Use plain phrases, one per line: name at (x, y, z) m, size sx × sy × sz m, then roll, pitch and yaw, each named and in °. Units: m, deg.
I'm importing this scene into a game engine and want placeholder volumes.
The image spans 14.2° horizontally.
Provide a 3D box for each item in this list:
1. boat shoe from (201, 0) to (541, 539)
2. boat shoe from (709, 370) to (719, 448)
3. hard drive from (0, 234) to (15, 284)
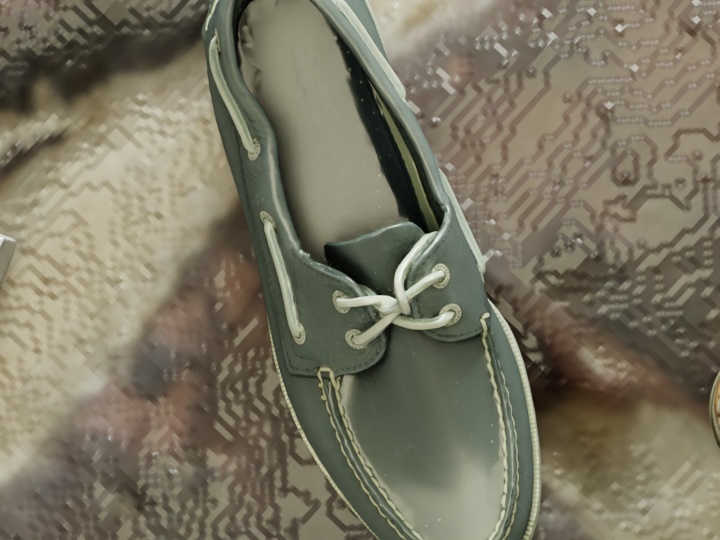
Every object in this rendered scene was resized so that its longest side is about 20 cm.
boat shoe at (0.000, 0.000, 0.859) m, size 0.073 × 0.062 × 0.200 m, roll -18°, pitch 87°, yaw 5°
boat shoe at (0.186, 0.088, 0.834) m, size 0.200 × 0.068 × 0.075 m, roll 33°, pitch 92°, yaw 5°
hard drive at (-0.224, 0.013, 0.899) m, size 0.200 × 0.026 × 0.132 m, roll 23°, pitch 91°, yaw 5°
